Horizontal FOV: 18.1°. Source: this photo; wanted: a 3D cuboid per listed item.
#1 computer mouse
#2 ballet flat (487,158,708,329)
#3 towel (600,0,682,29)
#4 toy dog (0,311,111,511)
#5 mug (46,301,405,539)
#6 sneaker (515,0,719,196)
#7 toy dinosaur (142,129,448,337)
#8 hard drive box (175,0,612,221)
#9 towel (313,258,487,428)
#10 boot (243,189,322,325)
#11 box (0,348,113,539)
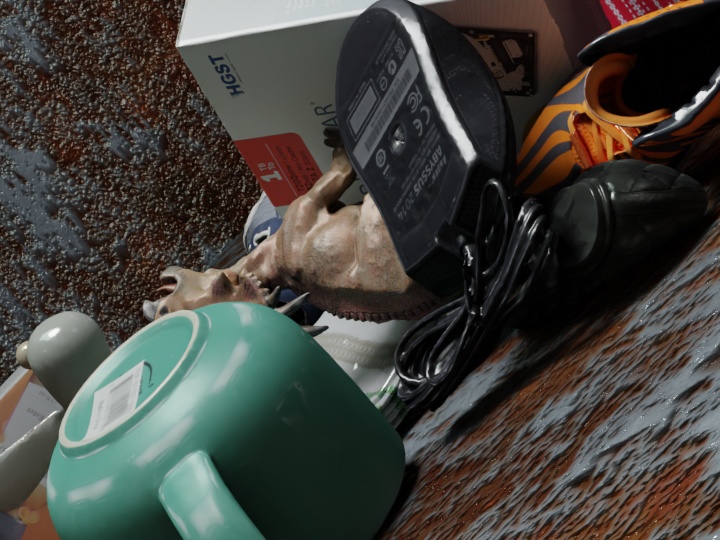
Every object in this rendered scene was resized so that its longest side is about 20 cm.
[{"bbox_3d":[0.043,-0.044,1.079,0.053,0.201,0.139,2,-39,-30],"label":"computer mouse"},{"bbox_3d":[0.102,-0.009,1.064,0.057,0.067,0.200,-1,-7,-15],"label":"ballet flat"},{"bbox_3d":[0.154,-0.154,1.158,0.022,0.145,0.200,-40,4,-14],"label":"towel"},{"bbox_3d":[-0.156,0.118,1.266,0.096,0.201,0.132,-1,6,30],"label":"toy dog"},{"bbox_3d":[-0.063,0.087,1.043,0.185,0.114,0.152,-11,36,55],"label":"mug"},{"bbox_3d":[0.122,-0.079,1.063,0.112,0.078,0.200,-19,-17,-49],"label":"sneaker"},{"bbox_3d":[0.000,0.000,1.168,0.199,0.086,0.136,-9,46,35],"label":"toy dinosaur"},{"bbox_3d":[0.027,-0.111,1.202,0.199,0.156,0.077,-8,51,22],"label":"hard drive box"},{"bbox_3d":[-0.023,0.067,1.212,0.200,0.031,0.149,-51,24,-21],"label":"towel"},{"bbox_3d":[-0.047,0.004,1.402,0.200,0.072,0.091,97,-173,-72],"label":"boot"},{"bbox_3d":[-0.208,0.161,1.458,0.200,0.152,0.106,-50,9,-36],"label":"box"}]
